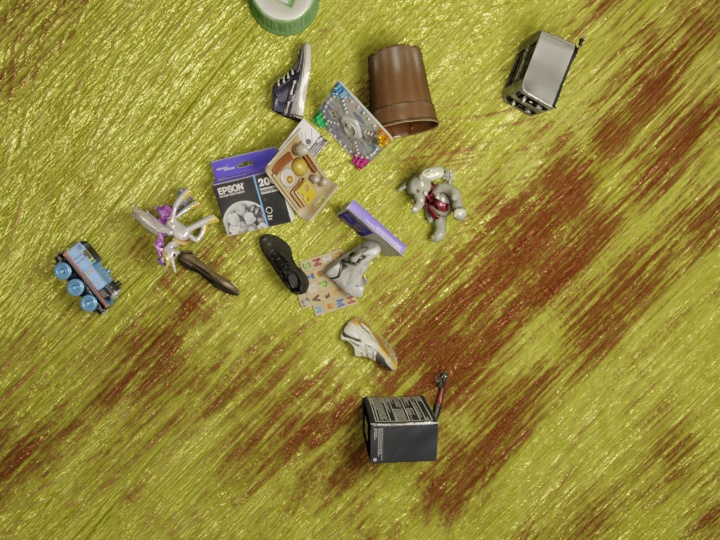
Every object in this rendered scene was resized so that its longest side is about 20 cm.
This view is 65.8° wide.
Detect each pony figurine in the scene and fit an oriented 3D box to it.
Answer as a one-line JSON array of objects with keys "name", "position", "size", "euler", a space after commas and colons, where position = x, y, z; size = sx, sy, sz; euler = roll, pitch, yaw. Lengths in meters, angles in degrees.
[{"name": "pony figurine", "position": [-0.511, -0.123, 1.497], "size": [0.193, 0.166, 0.201], "euler": [46, 75, -13]}]

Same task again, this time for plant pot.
[{"name": "plant pot", "position": [0.104, -0.475, 1.482], "size": [0.194, 0.200, 0.205], "euler": [-7, 93, -5]}]

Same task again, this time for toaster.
[{"name": "toaster", "position": [0.486, -0.537, 1.510], "size": [0.116, 0.181, 0.205], "euler": [20, 98, -7]}]

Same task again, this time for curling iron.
[{"name": "curling iron", "position": [0.235, 0.404, 1.709], "size": [0.049, 0.025, 0.206], "euler": [-1, 106, -44]}]

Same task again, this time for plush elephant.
[{"name": "plush elephant", "position": [0.192, -0.206, 1.547], "size": [0.151, 0.164, 0.206], "euler": [9, 70, -20]}]

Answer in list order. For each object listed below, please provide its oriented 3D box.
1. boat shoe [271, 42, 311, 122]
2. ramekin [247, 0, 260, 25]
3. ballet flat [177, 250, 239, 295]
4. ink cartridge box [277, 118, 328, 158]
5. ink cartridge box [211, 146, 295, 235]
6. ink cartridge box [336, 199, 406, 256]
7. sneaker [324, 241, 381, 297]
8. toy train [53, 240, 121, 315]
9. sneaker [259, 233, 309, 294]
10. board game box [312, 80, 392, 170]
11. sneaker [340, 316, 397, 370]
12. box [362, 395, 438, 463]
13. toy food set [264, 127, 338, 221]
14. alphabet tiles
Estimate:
[{"name": "boat shoe", "position": [-0.188, -0.511, 1.495], "size": [0.090, 0.075, 0.206], "euler": [7, 99, -14]}, {"name": "ramekin", "position": [-0.201, -0.729, 1.448], "size": [0.194, 0.098, 0.206], "euler": [-1, 99, -6]}, {"name": "ballet flat", "position": [-0.421, 0.005, 1.567], "size": [0.197, 0.067, 0.047], "euler": [33, 63, -7]}, {"name": "ink cartridge box", "position": [-0.187, -0.310, 1.543], "size": [0.094, 0.044, 0.201], "euler": [40, 94, -10]}, {"name": "ink cartridge box", "position": [-0.296, -0.213, 1.510], "size": [0.192, 0.044, 0.205], "euler": [-11, 107, 10]}, {"name": "ink cartridge box", "position": [0.033, -0.112, 1.519], "size": [0.197, 0.200, 0.044], "euler": [40, 85, -11]}, {"name": "sneaker", "position": [0.000, 0.000, 1.566], "size": [0.197, 0.076, 0.116], "euler": [-26, 112, 34]}, {"name": "toy train", "position": [-0.741, 0.021, 1.519], "size": [0.113, 0.087, 0.202], "euler": [-37, 101, -5]}, {"name": "sneaker", "position": [-0.214, -0.018, 1.562], "size": [0.075, 0.091, 0.201], "euler": [-38, 95, 5]}, {"name": "board game box", "position": [-0.028, -0.374, 1.474], "size": [0.200, 0.199, 0.026], "euler": [45, 66, -9]}, {"name": "sneaker", "position": [0.024, 0.229, 1.648], "size": [0.087, 0.076, 0.200], "euler": [-42, 98, 18]}, {"name": "box", "position": [0.111, 0.459, 1.618], "size": [0.192, 0.200, 0.127], "euler": [-1, 99, -5]}, {"name": "toy food set", "position": [-0.150, -0.251, 1.476], "size": [0.145, 0.060, 0.201], "euler": [-53, 127, -23]}, {"name": "alphabet tiles", "position": [-0.093, 0.036, 1.628], "size": [0.195, 0.006, 0.171], "euler": [-17, 100, -3]}]
